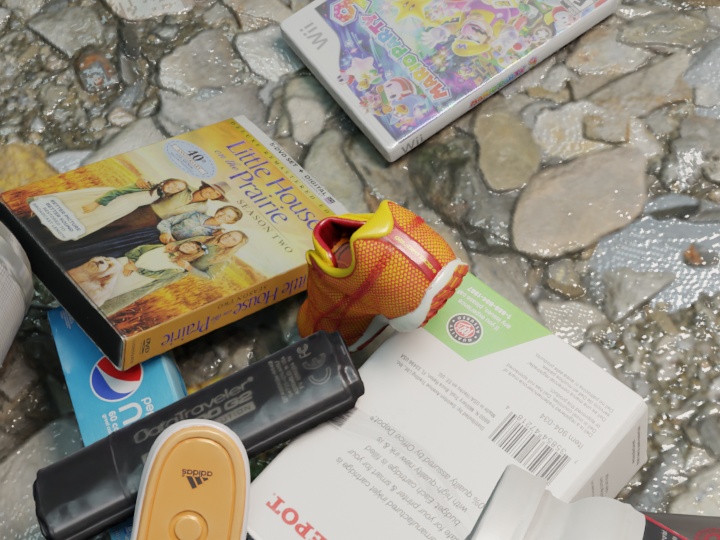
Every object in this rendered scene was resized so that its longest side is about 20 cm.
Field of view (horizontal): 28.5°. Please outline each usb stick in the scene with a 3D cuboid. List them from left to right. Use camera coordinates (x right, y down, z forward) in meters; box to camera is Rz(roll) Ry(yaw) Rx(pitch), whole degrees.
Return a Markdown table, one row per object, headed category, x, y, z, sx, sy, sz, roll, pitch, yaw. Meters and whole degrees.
| category | x | y | z | sx | sy | sz | roll | pitch | yaw |
| --- | --- | --- | --- | --- | --- | --- | --- | --- | --- |
| usb stick | -0.093 | 0.095 | 0.795 | 0.198 | 0.033 | 0.056 | -27 | 46 | 0 |

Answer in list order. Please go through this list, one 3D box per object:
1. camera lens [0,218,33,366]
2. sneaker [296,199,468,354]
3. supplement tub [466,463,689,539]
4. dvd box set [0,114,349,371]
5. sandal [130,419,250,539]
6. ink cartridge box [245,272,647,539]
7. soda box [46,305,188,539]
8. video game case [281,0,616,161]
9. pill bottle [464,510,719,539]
| category | x | y | z | sx | sy | sz | roll | pitch | yaw |
| --- | --- | --- | --- | --- | --- | --- | --- | --- | --- |
| camera lens | -0.291 | 0.047 | 0.811 | 0.158 | 0.161 | 0.202 | 10 | 59 | 16 |
| sneaker | 0.000 | 0.000 | 0.830 | 0.077 | 0.200 | 0.073 | 45 | 67 | -5 |
| supplement tub | 0.118 | 0.181 | 0.568 | 0.198 | 0.141 | 0.141 | 29 | 68 | 8 |
| dvd box set | -0.110 | -0.025 | 0.901 | 0.199 | 0.030 | 0.146 | -23 | 54 | -37 |
| sandal | -0.099 | 0.184 | 0.750 | 0.078 | 0.059 | 0.210 | 4 | 103 | -3 |
| ink cartridge box | 0.047 | 0.122 | 0.809 | 0.145 | 0.084 | 0.200 | 37 | 72 | 27 |
| soda box | -0.129 | 0.108 | 0.859 | 0.063 | 0.068 | 0.202 | -21 | 59 | -3 |
| video game case | 0.061 | -0.181 | 1.010 | 0.199 | 0.018 | 0.144 | -34 | 61 | -9 |
| pill bottle | 0.148 | 0.177 | 0.707 | 0.197 | 0.111 | 0.112 | 6 | 59 | -13 |
